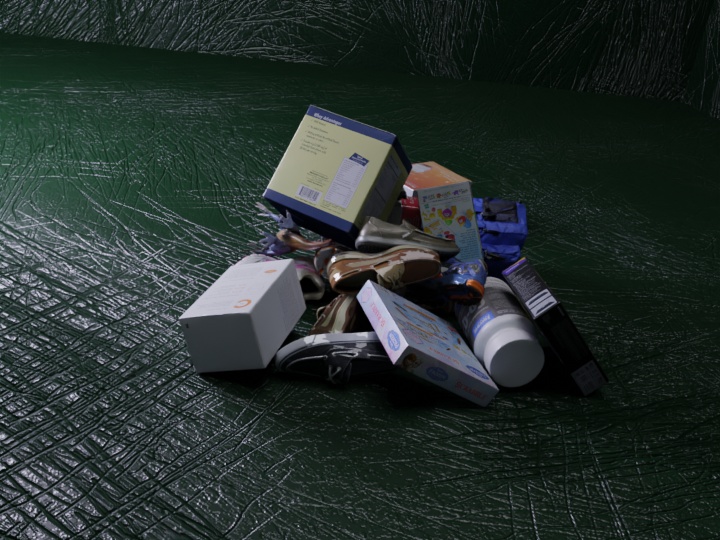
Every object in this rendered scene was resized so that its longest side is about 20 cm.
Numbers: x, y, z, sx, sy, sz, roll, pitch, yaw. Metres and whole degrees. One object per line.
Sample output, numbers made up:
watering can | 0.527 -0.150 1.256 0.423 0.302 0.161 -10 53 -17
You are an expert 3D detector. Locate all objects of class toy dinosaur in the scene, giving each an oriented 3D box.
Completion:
toy dinosaur | -0.151 -0.043 1.460 0.199 0.106 0.182 32 -10 13

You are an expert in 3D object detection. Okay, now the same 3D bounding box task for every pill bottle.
pill bottle | 0.239 0.105 1.310 0.112 0.115 0.200 4 26 -11

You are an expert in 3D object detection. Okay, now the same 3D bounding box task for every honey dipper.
honey dipper | 0.111 0.070 1.433 0.198 0.038 0.038 -7 30 -21

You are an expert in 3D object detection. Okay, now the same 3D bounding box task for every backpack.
backpack | 0.237 -0.065 1.594 0.198 0.163 0.169 10 46 -2

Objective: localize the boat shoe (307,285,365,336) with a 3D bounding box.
boat shoe | -0.041 0.075 1.330 0.074 0.076 0.203 6 24 13

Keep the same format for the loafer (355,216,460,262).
loafer | 0.088 -0.060 1.364 0.198 0.075 0.070 9 70 -19

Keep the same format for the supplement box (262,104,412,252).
supplement box | -0.039 -0.170 1.441 0.199 0.201 0.134 23 -9 23

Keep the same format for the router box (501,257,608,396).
router box | 0.329 0.094 1.289 0.052 0.200 0.158 -34 29 8

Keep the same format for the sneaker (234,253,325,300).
sneaker | -0.148 0.021 1.388 0.198 0.082 0.088 -6 29 -27

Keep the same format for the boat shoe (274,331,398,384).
boat shoe | -0.035 0.146 1.199 0.198 0.072 0.068 -3 50 -18

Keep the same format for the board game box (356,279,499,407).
board game box | 0.106 0.116 1.232 0.199 0.041 0.200 28 16 -29

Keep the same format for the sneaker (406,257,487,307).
sneaker | 0.154 0.017 1.366 0.199 0.076 0.079 2 50 47

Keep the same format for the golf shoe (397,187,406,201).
golf shoe | 0.020 -0.198 1.542 0.077 0.089 0.199 -8 28 -40

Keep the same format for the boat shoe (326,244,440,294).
boat shoe | 0.041 0.010 1.311 0.198 0.076 0.074 -7 39 3

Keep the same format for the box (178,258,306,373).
box | -0.183 0.069 1.223 0.123 0.098 0.200 -6 22 19

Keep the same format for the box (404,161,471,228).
box | 0.147 -0.186 1.864 0.199 0.107 0.152 -13 34 -37

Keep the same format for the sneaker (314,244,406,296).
sneaker | 0.000 0.000 1.447 0.199 0.079 0.077 28 7 -19

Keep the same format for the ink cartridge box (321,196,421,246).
ink cartridge box | 0.022 -0.087 1.582 0.198 0.147 0.083 8 24 -2

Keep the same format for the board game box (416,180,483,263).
board game box | 0.179 -0.061 1.468 0.104 0.202 0.103 -9 -1 10
